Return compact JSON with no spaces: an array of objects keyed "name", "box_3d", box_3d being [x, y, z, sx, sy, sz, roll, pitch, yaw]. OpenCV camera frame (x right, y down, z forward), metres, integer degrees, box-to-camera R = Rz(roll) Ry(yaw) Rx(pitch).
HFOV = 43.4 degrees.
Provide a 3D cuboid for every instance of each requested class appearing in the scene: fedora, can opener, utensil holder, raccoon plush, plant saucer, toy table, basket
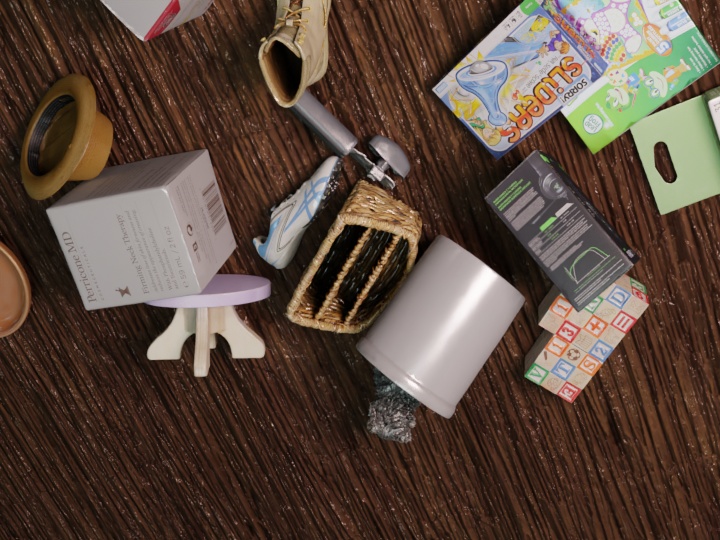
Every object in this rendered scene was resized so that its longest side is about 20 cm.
[{"name":"fedora","box_3d":[-0.424,-0.188,1.336,0.081,0.203,0.200,20,128,-44]},{"name":"can opener","box_3d":[-0.014,-0.195,1.290,0.200,0.053,0.067,43,84,-9]},{"name":"utensil holder","box_3d":[0.116,0.077,1.281,0.169,0.170,0.202,36,92,-7]},{"name":"raccoon plush","box_3d":[0.053,0.164,1.390,0.094,0.135,0.204,2,116,12]},{"name":"plant saucer","box_3d":[-0.644,0.018,1.529,0.195,0.038,0.204,5,116,9]},{"name":"toy table","box_3d":[-0.237,0.078,1.399,0.195,0.184,0.120,2,103,8]},{"name":"basket","box_3d":[0.000,0.000,1.316,0.141,0.150,0.202,31,117,-4]}]

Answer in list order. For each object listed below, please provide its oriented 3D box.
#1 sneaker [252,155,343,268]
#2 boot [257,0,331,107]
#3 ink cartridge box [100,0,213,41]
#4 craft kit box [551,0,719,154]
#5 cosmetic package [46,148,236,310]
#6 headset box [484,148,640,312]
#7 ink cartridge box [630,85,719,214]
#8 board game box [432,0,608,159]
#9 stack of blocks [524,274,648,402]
[{"name":"sneaker","box_3d":[-0.093,-0.092,1.338,0.072,0.072,0.201,37,114,1]},{"name":"boot","box_3d":[-0.087,-0.327,1.172,0.071,0.156,0.204,5,116,10]},{"name":"ink cartridge box","box_3d":[-0.246,-0.409,1.145,0.144,0.201,0.145,43,116,-8]},{"name":"craft kit box","box_3d":[0.323,-0.289,1.167,0.196,0.049,0.201,-36,103,28]},{"name":"cosmetic package","box_3d":[-0.318,-0.062,1.346,0.196,0.167,0.170,-9,114,17]},{"name":"headset box","box_3d":[0.263,-0.059,1.184,0.093,0.174,0.201,-42,78,17]},{"name":"ink cartridge box","box_3d":[0.473,-0.163,1.186,0.197,0.048,0.147,-22,110,15]},{"name":"board game box","box_3d":[0.203,-0.251,1.175,0.135,0.035,0.199,44,136,-7]},{"name":"stack of blocks","box_3d":[0.318,0.083,1.337,0.114,0.059,0.202,28,118,-2]}]
